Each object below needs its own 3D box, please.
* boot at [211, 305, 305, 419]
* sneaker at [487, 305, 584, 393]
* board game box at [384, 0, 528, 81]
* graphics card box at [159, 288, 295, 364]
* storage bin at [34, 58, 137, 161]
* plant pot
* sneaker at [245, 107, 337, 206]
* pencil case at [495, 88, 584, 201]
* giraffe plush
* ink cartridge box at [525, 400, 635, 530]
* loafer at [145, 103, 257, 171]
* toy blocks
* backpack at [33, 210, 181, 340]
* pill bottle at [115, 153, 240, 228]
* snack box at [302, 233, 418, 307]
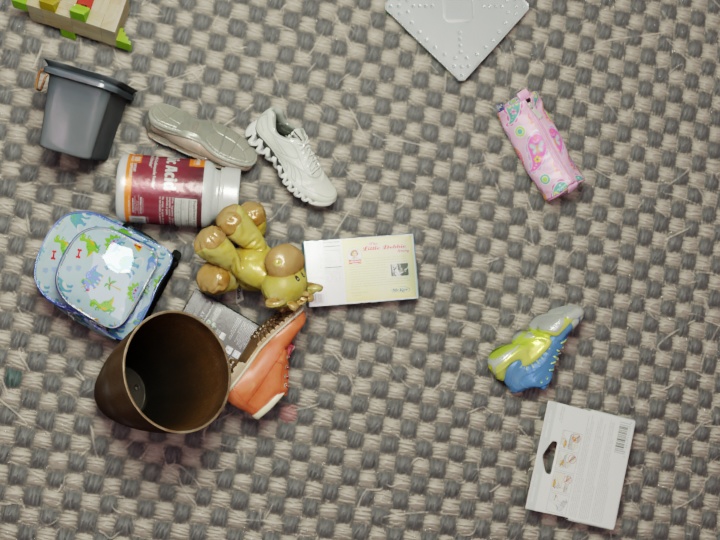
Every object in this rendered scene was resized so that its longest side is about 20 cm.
[{"bbox_3d":[-0.144,0.150,1.470,0.107,0.075,0.200,42,82,-16],"label":"boot"},{"bbox_3d":[0.328,0.147,1.591,0.199,0.076,0.106,-31,103,-2],"label":"sneaker"},{"bbox_3d":[0.176,-0.482,1.627,0.200,0.026,0.200,43,82,-3],"label":"board game box"},{"bbox_3d":[-0.227,0.133,1.512,0.199,0.051,0.126,30,83,-7],"label":"graphics card box"},{"bbox_3d":[-0.459,-0.255,1.439,0.144,0.200,0.135,15,93,-7],"label":"storage bin"},{"bbox_3d":[-0.338,0.179,1.410,0.186,0.199,0.189,17,63,-37],"label":"plant pot"},{"bbox_3d":[-0.109,-0.195,1.527,0.200,0.081,0.075,46,38,-5],"label":"sneaker"},{"bbox_3d":[0.325,-0.228,1.603,0.087,0.087,0.201,-28,91,-9],"label":"pencil case"},{"bbox_3d":[-0.155,0.002,1.440,0.161,0.201,0.173,22,54,31],"label":"giraffe plush"},{"bbox_3d":[0.391,0.348,1.593,0.172,0.044,0.202,14,84,-7],"label":"ink cartridge box"},{"bbox_3d":[-0.276,-0.222,1.532,0.199,0.063,0.072,25,50,-9],"label":"loafer"},{"bbox_3d":[-0.468,-0.474,1.505,0.198,0.100,0.138,17,73,-7],"label":"toy blocks"},{"bbox_3d":[-0.424,0.001,1.444,0.199,0.147,0.184,27,80,-3],"label":"backpack"},{"bbox_3d":[-0.303,-0.132,1.487,0.198,0.114,0.115,4,86,-8],"label":"pill bottle"},{"bbox_3d":[0.000,0.000,1.561,0.198,0.037,0.117,-4,87,-9],"label":"snack box"}]
